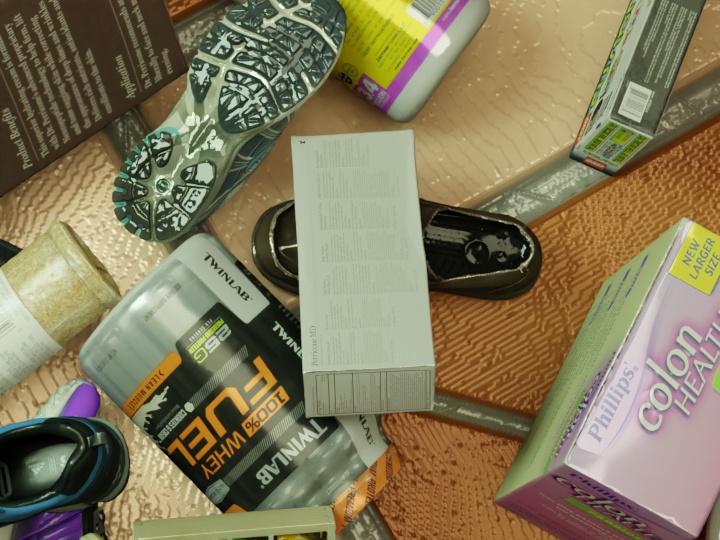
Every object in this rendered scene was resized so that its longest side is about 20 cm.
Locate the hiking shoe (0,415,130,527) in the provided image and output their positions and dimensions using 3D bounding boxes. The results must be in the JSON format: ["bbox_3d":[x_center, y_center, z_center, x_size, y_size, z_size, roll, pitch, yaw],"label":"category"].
[{"bbox_3d":[-0.242,0.130,1.584,0.200,0.087,0.075,-22,74,3],"label":"hiking shoe"}]

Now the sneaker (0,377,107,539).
[{"bbox_3d":[-0.189,0.172,1.664,0.099,0.070,0.201,22,81,-10],"label":"sneaker"}]

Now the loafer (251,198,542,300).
[{"bbox_3d":[0.028,-0.022,1.733,0.199,0.071,0.073,0,78,-9],"label":"loafer"}]

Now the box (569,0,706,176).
[{"bbox_3d":[0.204,-0.171,1.774,0.035,0.110,0.200,23,76,-4],"label":"box"}]

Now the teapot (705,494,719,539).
[{"bbox_3d":[0.329,0.182,1.708,0.197,0.146,0.200,41,99,30],"label":"teapot"}]

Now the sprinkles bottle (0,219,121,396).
[{"bbox_3d":[-0.247,0.054,1.651,0.200,0.068,0.068,-38,86,0],"label":"sprinkles bottle"}]

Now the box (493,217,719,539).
[{"bbox_3d":[0.184,0.083,1.671,0.097,0.200,0.176,29,75,-2],"label":"box"}]

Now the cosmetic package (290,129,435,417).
[{"bbox_3d":[0.000,0.000,1.648,0.082,0.051,0.200,-1,49,-2],"label":"cosmetic package"}]

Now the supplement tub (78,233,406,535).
[{"bbox_3d":[-0.073,0.084,1.669,0.200,0.123,0.123,45,75,2],"label":"supplement tub"}]

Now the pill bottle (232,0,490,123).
[{"bbox_3d":[-0.019,-0.195,1.745,0.200,0.104,0.104,37,75,0],"label":"pill bottle"}]

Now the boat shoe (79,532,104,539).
[{"bbox_3d":[-0.167,0.261,1.607,0.063,0.073,0.201,-13,115,-26],"label":"boat shoe"}]

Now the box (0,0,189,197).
[{"bbox_3d":[-0.244,-0.169,1.645,0.200,0.166,0.164,-34,57,-14],"label":"box"}]

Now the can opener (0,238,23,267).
[{"bbox_3d":[-0.280,-0.014,1.685,0.199,0.079,0.064,15,83,-17],"label":"can opener"}]

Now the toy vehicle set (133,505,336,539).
[{"bbox_3d":[-0.074,0.246,1.629,0.124,0.027,0.201,-5,111,-6],"label":"toy vehicle set"}]

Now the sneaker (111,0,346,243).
[{"bbox_3d":[-0.084,-0.104,1.708,0.078,0.086,0.200,44,96,9],"label":"sneaker"}]
